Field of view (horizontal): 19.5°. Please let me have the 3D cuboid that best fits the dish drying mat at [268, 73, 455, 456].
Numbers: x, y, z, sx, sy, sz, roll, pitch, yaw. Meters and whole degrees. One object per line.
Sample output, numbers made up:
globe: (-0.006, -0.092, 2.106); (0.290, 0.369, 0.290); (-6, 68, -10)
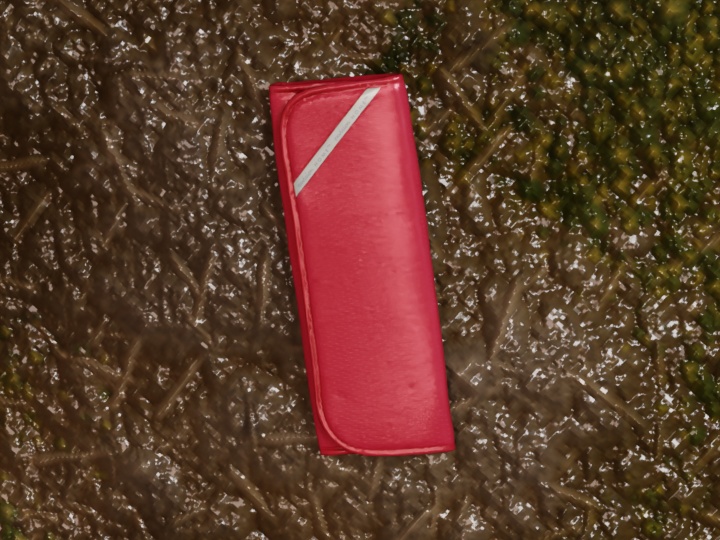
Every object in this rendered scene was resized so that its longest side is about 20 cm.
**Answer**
dish drying mat: (0.000, 0.000, 1.081); (0.076, 0.018, 0.201); (-4, 104, 16)
